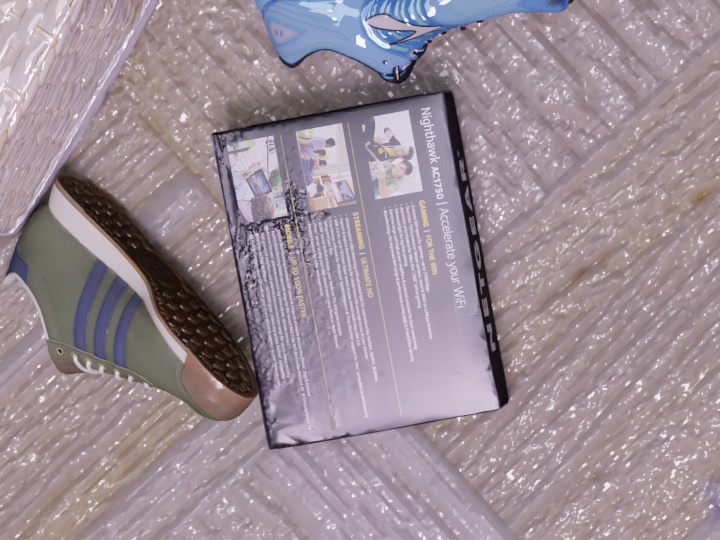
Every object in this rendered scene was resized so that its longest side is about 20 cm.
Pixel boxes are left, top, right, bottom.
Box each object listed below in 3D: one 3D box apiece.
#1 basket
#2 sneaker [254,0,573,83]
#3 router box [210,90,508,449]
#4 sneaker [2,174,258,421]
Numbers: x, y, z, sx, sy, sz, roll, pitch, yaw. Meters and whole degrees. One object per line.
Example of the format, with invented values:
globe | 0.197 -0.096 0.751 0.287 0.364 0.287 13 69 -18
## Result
basket | -0.264 -0.144 1.698 0.198 0.161 0.200 33 101 7
sneaker | 0.035 -0.161 1.693 0.200 0.078 0.090 -2 112 15
router box | 0.000 0.000 1.709 0.149 0.051 0.200 -10 92 10
sneaker | -0.149 0.038 1.722 0.090 0.067 0.200 -50 64 18
